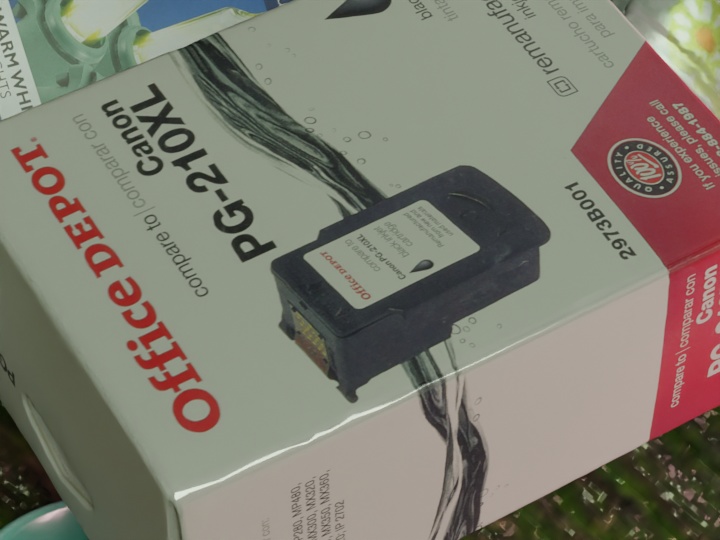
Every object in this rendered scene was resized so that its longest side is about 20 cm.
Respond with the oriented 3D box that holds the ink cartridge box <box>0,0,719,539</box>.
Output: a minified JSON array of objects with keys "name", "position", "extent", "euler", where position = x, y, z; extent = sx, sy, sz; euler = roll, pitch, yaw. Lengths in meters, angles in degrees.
[{"name":"ink cartridge box","position":[0.000,0.000,0.764],"extent":[0.199,0.085,0.145],"euler":[-24,54,-19]}]

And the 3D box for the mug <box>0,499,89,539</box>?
[{"name":"mug","position":[-0.060,0.150,0.776],"extent":[0.184,0.152,0.115],"euler":[-4,115,-32]}]

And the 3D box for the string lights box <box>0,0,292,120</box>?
[{"name":"string lights box","position":[-0.080,-0.044,0.853],"extent":[0.199,0.059,0.103],"euler":[-18,86,-19]}]

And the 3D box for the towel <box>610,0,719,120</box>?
[{"name":"towel","position":[0.188,-0.080,0.840],"extent":[0.200,0.048,0.171],"euler":[-45,108,-12]}]
